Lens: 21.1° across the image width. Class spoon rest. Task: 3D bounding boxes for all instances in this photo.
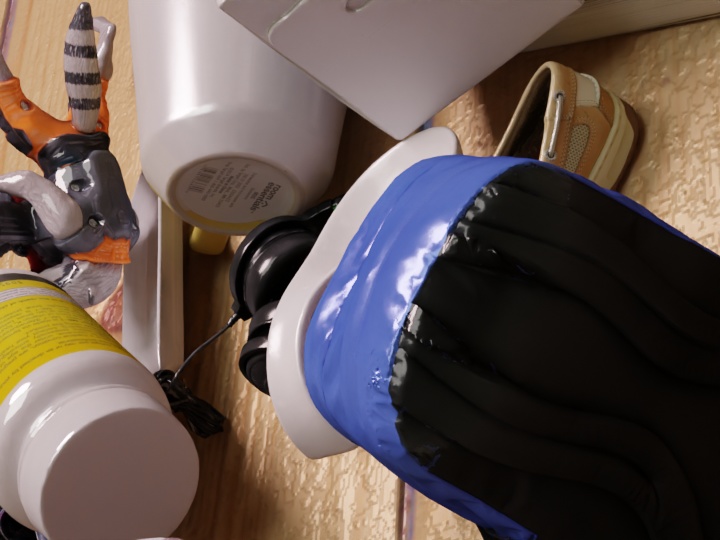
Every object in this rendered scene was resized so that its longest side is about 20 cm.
[{"bbox_3d":[0.000,0.000,1.022,0.099,0.061,0.200,-20,39,46],"label":"spoon rest"}]

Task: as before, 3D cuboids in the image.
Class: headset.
[{"bbox_3d":[-0.033,0.034,1.125,0.200,0.094,0.124,-27,43,16],"label":"headset"}]

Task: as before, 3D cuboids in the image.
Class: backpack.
[{"bbox_3d":[0.074,0.045,0.860,0.168,0.200,0.163,8,72,61],"label":"backpack"}]

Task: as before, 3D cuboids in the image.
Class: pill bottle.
[{"bbox_3d":[-0.177,0.083,1.118,0.114,0.114,0.200,-59,36,2],"label":"pill bottle"}]

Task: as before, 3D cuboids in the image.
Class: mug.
[{"bbox_3d":[-0.066,-0.096,1.188,0.149,0.187,0.153,-11,53,15],"label":"mug"}]

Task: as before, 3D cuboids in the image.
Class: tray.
[{"bbox_3d":[-0.134,0.014,1.252,0.107,0.022,0.200,119,154,-47],"label":"tray"}]

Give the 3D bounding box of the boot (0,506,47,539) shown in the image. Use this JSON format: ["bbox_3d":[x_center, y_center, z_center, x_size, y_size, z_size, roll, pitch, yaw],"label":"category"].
[{"bbox_3d":[-0.191,0.142,1.199,0.073,0.090,0.200,-53,37,10],"label":"boot"}]

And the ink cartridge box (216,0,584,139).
[{"bbox_3d":[0.020,-0.207,1.080,0.145,0.145,0.200,-36,35,30],"label":"ink cartridge box"}]

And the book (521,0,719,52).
[{"bbox_3d":[0.147,-0.197,1.077,0.200,0.048,0.134,-7,58,50],"label":"book"}]

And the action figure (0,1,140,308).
[{"bbox_3d":[-0.202,-0.065,1.235,0.104,0.200,0.194,-13,90,33],"label":"action figure"}]

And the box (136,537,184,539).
[{"bbox_3d":[-0.098,0.255,0.950,0.164,0.166,0.200,-15,55,45],"label":"box"}]

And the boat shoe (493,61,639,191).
[{"bbox_3d":[0.070,-0.015,1.011,0.072,0.076,0.200,15,79,51],"label":"boat shoe"}]
